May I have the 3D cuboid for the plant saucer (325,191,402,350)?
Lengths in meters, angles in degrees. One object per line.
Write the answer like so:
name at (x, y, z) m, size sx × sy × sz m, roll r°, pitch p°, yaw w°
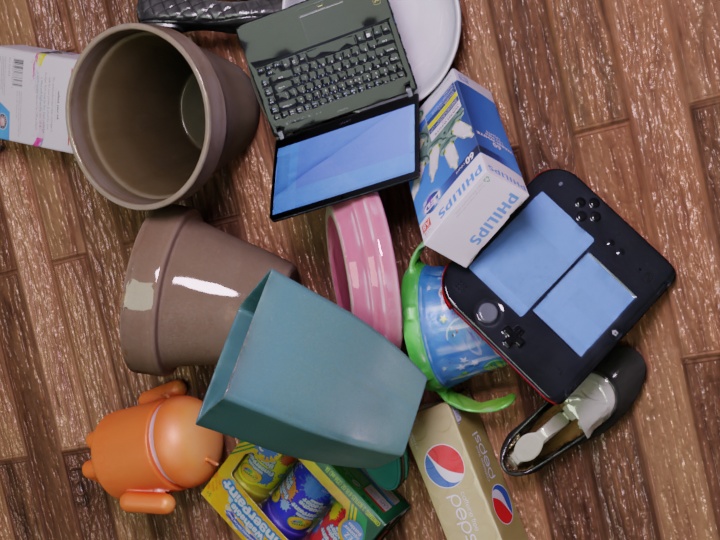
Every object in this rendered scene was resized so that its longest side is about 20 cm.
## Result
plant saucer at (0.000, 0.000, 1.415) m, size 0.050 × 0.200 × 0.204 m, roll -10°, pitch 95°, yaw -8°

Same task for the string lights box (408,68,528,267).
string lights box at (0.101, -0.108, 1.344) m, size 0.059 × 0.201 × 0.103 m, roll 27°, pitch 119°, yaw -25°

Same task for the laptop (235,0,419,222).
laptop at (-0.038, -0.179, 1.372) m, size 0.175 × 0.103 × 0.203 m, roll -15°, pitch 103°, yaw 20°

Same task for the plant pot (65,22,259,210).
plant pot at (-0.206, -0.178, 1.502) m, size 0.197 × 0.173 × 0.203 m, roll 5°, pitch 101°, yaw 27°

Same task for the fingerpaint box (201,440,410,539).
fingerpaint box at (-0.068, 0.273, 1.565) m, size 0.200 × 0.073 × 0.167 m, roll 45°, pitch 116°, yaw 14°

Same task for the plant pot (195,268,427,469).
plant pot at (-0.043, 0.118, 1.355) m, size 0.198 × 0.143 × 0.141 m, roll 24°, pitch 157°, yaw -11°

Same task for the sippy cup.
sippy cup at (0.124, 0.052, 1.399) m, size 0.129 × 0.141 × 0.179 m, roll -10°, pitch 137°, yaw 19°

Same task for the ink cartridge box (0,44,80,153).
ink cartridge box at (-0.369, -0.212, 1.644) m, size 0.198 × 0.068 × 0.117 m, roll 13°, pitch 105°, yaw 26°

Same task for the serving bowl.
serving bowl at (0.018, -0.274, 1.416) m, size 0.197 × 0.066 × 0.203 m, roll 6°, pitch 110°, yaw 16°

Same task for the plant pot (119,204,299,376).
plant pot at (-0.167, 0.036, 1.526) m, size 0.172 × 0.200 × 0.203 m, roll 11°, pitch 105°, yaw 9°

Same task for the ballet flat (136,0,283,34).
ballet flat at (-0.155, -0.295, 1.465) m, size 0.197 × 0.066 × 0.058 m, roll 1°, pitch 85°, yaw 5°

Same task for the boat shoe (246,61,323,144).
boat shoe at (-0.078, -0.189, 1.498) m, size 0.060 × 0.072 × 0.204 m, roll -17°, pitch 75°, yaw -14°

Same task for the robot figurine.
robot figurine at (-0.252, 0.222, 1.631) m, size 0.198 × 0.144 × 0.118 m, roll -17°, pitch 108°, yaw 29°

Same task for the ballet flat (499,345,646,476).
ballet flat at (0.222, 0.158, 1.392) m, size 0.068 × 0.068 × 0.200 m, roll 49°, pitch 117°, yaw 12°

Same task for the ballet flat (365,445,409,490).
ballet flat at (0.010, 0.146, 1.479) m, size 0.067 × 0.070 × 0.202 m, roll -24°, pitch 98°, yaw 35°

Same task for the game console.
game console at (0.197, 0.010, 1.329) m, size 0.177 × 0.031 × 0.200 m, roll 42°, pitch 72°, yaw 14°

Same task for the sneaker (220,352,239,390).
sneaker at (-0.094, 0.133, 1.487) m, size 0.082 × 0.198 × 0.071 m, roll -25°, pitch 67°, yaw 40°

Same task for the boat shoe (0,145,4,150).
boat shoe at (-0.507, -0.153, 1.728) m, size 0.062 × 0.074 × 0.202 m, roll 30°, pitch 117°, yaw 15°

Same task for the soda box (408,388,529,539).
soda box at (0.119, 0.241, 1.465) m, size 0.067 × 0.064 × 0.202 m, roll -23°, pitch 87°, yaw 29°
